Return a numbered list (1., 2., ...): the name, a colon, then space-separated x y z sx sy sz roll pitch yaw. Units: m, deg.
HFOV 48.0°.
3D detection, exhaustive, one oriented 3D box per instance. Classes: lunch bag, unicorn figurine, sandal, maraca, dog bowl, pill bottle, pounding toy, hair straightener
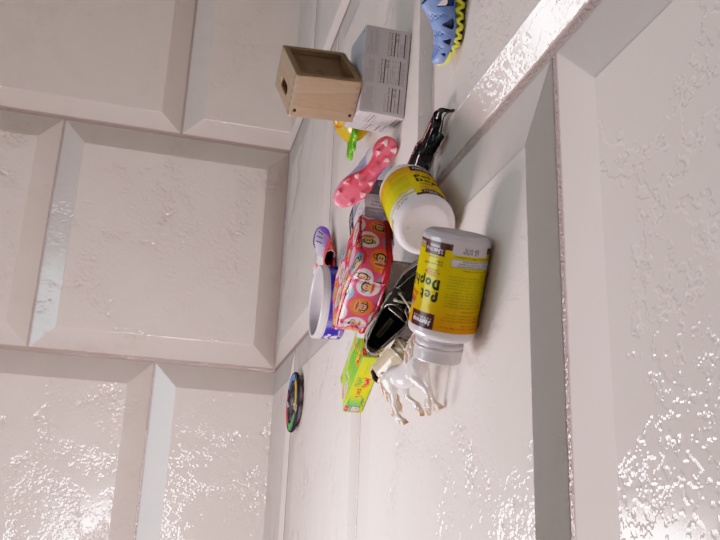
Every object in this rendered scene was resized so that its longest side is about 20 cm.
1. lunch bag: 0.000 0.000 1.535 0.178 0.081 0.202 -93 19 -48
2. unicorn figurine: 0.093 0.181 1.382 0.199 0.073 0.139 -29 79 35
3. sandal: 0.149 -0.484 1.494 0.079 0.086 0.203 -143 59 -73
4. maraca: -0.021 -0.388 2.117 0.137 0.105 0.203 109 163 -65
5. dog bowl: -0.088 0.089 2.237 0.200 0.078 0.204 -173 90 -76
6. pill bottle: 0.096 -0.120 1.457 0.201 0.107 0.111 -109 29 -60
7. pounding toy: -0.096 -0.422 1.873 0.201 0.181 0.144 -114 33 -48
8. hair straightener: 0.137 -0.230 1.546 0.201 0.040 0.078 121 149 -51
9. pill bottle: 0.134 0.039 1.251 0.109 0.107 0.203 -140 57 -74

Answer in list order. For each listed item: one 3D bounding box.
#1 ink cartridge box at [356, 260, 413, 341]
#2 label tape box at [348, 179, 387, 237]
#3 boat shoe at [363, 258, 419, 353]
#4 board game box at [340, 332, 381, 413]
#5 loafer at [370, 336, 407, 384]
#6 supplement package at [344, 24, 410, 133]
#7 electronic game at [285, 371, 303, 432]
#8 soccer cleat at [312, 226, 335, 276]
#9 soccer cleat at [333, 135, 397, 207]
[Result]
1. ink cartridge box: 0.059 0.065 1.608 0.200 0.083 0.148 158 118 -75
2. label tape box: 0.021 -0.094 1.895 0.145 0.062 0.202 112 161 -48
3. boat shoe: 0.076 0.067 1.451 0.201 0.070 0.064 -56 0 10
4. board game box: 0.000 0.226 1.863 0.102 0.047 0.202 -98 19 -45
5. loafer: 0.065 0.181 1.517 0.068 0.076 0.200 -44 -6 -18
6. supplement package: 0.037 -0.443 1.893 0.156 0.109 0.203 165 112 -75
7. electronic game: -0.228 0.446 2.737 0.200 0.041 0.203 -174 90 -76
8. soccer cleat: -0.101 -0.060 2.427 0.073 0.068 0.202 -38 38 38
9. soccer cleat: 0.011 -0.226 1.863 0.201 0.066 0.077 -50 13 5
